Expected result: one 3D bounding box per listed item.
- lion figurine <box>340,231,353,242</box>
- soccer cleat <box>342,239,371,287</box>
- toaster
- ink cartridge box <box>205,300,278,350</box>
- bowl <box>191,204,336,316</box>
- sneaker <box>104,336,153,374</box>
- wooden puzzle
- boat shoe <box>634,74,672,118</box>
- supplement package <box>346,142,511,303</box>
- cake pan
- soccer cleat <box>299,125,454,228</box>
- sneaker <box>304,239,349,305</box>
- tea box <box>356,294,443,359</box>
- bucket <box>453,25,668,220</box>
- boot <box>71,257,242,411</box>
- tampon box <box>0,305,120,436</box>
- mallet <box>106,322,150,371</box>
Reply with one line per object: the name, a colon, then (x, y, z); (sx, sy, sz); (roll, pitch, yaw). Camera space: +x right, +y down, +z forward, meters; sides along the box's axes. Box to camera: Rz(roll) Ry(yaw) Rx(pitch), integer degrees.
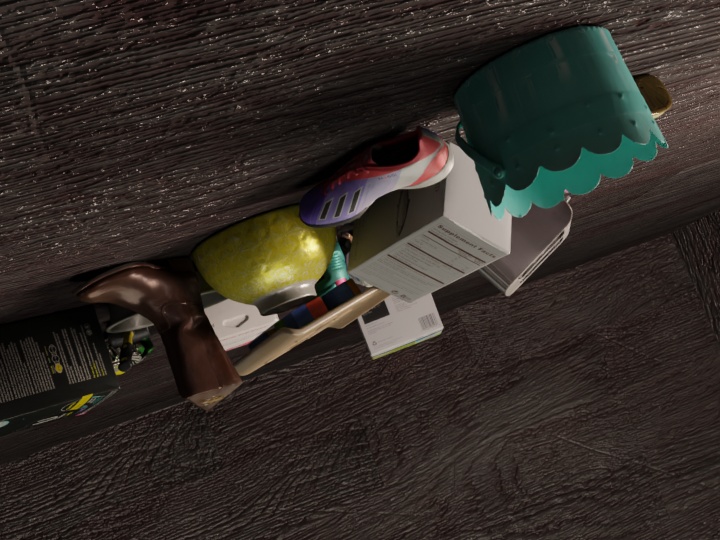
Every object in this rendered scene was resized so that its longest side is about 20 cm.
lion figurine: (0.054, -0.065, 1.496); (0.200, 0.073, 0.122); (-4, -175, -14)
soccer cleat: (0.000, 0.000, 1.612); (0.070, 0.086, 0.200); (-38, 175, -17)
toaster: (0.244, -0.057, 1.575); (0.200, 0.119, 0.181); (-46, 168, 3)
ink cartridge box: (-0.239, 0.088, 1.659); (0.146, 0.083, 0.200); (-16, 171, -25)
bowl: (-0.112, -0.003, 1.314); (0.200, 0.108, 0.200); (-21, 171, -3)
sneaker: (-0.408, 0.131, 1.615); (0.085, 0.078, 0.200); (-30, 178, 13)
wooden puzzle: (-0.070, 0.070, 1.377); (0.200, 0.046, 0.185); (-24, 172, -37)
boat shoe: (0.307, -0.196, 1.231); (0.200, 0.073, 0.063); (-23, 170, -38)
supplement package: (0.090, -0.057, 1.290); (0.117, 0.117, 0.200); (26, 144, -28)
cake pan: (-0.271, 0.042, 1.416); (0.200, 0.037, 0.200); (-19, 174, -2)
soccer cleat: (0.005, -0.109, 1.124); (0.200, 0.068, 0.073); (-20, 149, 23)
sneaker: (-0.076, 0.026, 1.528); (0.084, 0.121, 0.200); (-15, 170, -32)
tea box: (0.098, 0.131, 2.551); (0.200, 0.134, 0.197); (-21, 172, 0)
bucket: (0.201, -0.151, 1.031); (0.207, 0.135, 0.207); (-20, 171, -3)
boot: (-0.250, 0.089, 1.244); (0.186, 0.200, 0.064); (-13, 169, -43)
tampon box: (-0.463, 0.148, 1.357); (0.200, 0.126, 0.150); (-13, 168, -40)
mallet: (-0.356, 0.113, 1.466); (0.066, 0.041, 0.200); (-14, -164, 0)
